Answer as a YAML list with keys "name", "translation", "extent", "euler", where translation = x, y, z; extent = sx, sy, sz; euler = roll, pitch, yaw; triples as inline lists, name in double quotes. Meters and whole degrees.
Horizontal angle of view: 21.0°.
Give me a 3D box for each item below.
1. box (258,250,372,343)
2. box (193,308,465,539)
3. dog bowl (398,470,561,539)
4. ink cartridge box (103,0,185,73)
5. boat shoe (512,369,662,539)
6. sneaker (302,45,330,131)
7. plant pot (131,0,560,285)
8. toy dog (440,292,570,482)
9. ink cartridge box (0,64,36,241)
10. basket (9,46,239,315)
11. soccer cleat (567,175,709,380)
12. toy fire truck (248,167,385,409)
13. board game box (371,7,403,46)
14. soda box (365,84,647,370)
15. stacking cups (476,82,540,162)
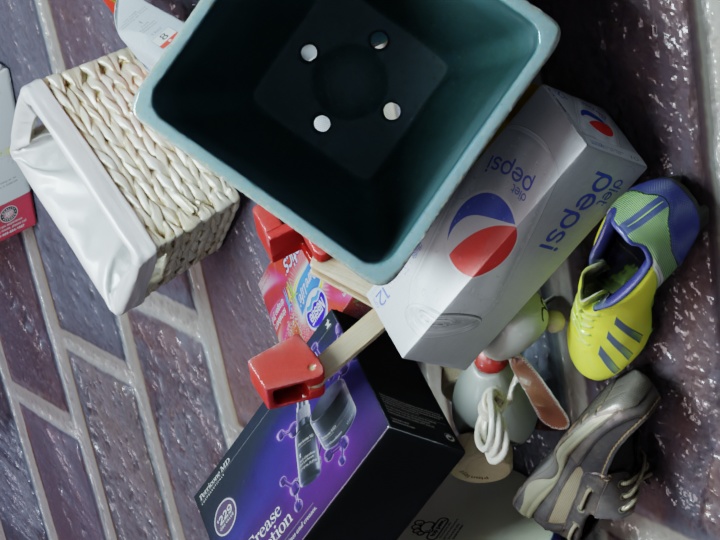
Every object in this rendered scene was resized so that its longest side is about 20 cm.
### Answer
- name: "box"
  translation: [0.000, 0.000, 1.524]
  extent: [0.100, 0.095, 0.200]
  euler: [69, 153, 21]
- name: "box"
  translation: [-0.028, 0.153, 1.451]
  extent: [0.200, 0.079, 0.141]
  euler: [-54, 34, 21]
- name: "dog bowl"
  translation: [0.061, 0.234, 1.528]
  extent: [0.200, 0.200, 0.079]
  euler: [23, 131, 48]
- name: "ink cartridge box"
  translation: [-0.162, -0.163, 1.641]
  extent: [0.200, 0.050, 0.162]
  euler: [29, 162, 46]
- name: "boat shoe"
  translation: [0.180, 0.139, 1.414]
  extent: [0.073, 0.075, 0.200]
  euler: [40, 149, 7]
- name: "sneaker"
  translation: [-0.046, -0.166, 1.501]
  extent: [0.200, 0.075, 0.115]
  euler: [55, 152, 20]
- name: "plant pot"
  translation: [-0.009, -0.128, 1.280]
  extent: [0.196, 0.197, 0.200]
  euler: [35, -177, -2]
- name: "toy dog"
  translation: [0.121, 0.084, 1.422]
  extent: [0.200, 0.096, 0.132]
  euler: [130, 142, -75]
- name: "ink cartridge box"
  translation: [-0.440, -0.118, 2.080]
  extent: [0.086, 0.147, 0.200]
  euler: [29, 135, 42]
- name: "basket"
  translation: [-0.214, -0.085, 1.770]
  extent: [0.200, 0.123, 0.136]
  euler: [56, 155, 12]
- name: "soccer cleat"
  translation: [0.167, 0.012, 1.306]
  extent: [0.065, 0.084, 0.200]
  euler: [49, 148, 22]
- name: "toy fire truck"
  translation: [-0.006, -0.004, 1.385]
  extent: [0.141, 0.200, 0.049]
  euler: [61, 170, 19]
- name: "board game box"
  translation: [0.009, -0.256, 1.377]
  extent: [0.152, 0.045, 0.200]
  euler: [61, 150, 2]
- name: "soda box"
  translation: [0.095, -0.025, 1.297]
  extent: [0.200, 0.068, 0.064]
  euler: [-50, 49, 24]
- name: "stacking cups"
  translation: [0.087, -0.041, 1.380]
  extent: [0.061, 0.060, 0.200]
  euler: [46, 137, 26]
